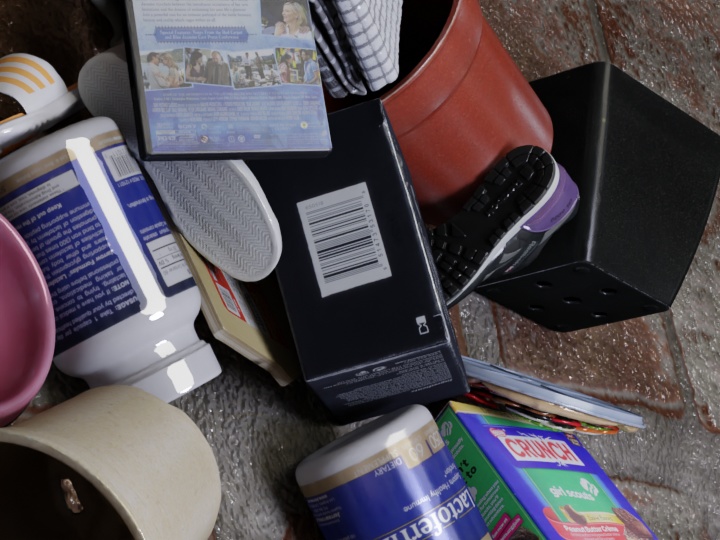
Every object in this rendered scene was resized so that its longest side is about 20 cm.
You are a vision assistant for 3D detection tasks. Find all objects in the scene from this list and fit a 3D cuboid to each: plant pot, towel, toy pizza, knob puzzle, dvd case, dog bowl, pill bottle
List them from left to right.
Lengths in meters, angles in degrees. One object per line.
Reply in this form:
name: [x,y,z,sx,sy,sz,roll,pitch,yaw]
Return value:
dog bowl: [-0.283,0.030,1.400,0.200,0.074,0.201,30,47,-38]
plant pot: [-0.182,0.163,1.366,0.201,0.200,0.183,59,24,-6]
pill bottle: [-0.182,0.004,1.508,0.116,0.115,0.201,-26,90,-55]
dvd case: [-0.102,-0.175,1.543,0.142,0.018,0.201,-3,73,-22]
knob puzzle: [-0.102,0.011,1.647,0.220,0.030,0.220,53,12,-16]
towel: [-0.027,-0.255,1.727,0.166,0.085,0.201,61,23,-43]
pill bottle: [0.042,0.215,1.647,0.116,0.115,0.201,-28,92,-55]
plant pot: [0.056,-0.148,1.857,0.195,0.200,0.202,45,39,-38]
toy pizza: [0.143,0.109,1.820,0.200,0.200,0.032,17,91,-46]
plant pot: [0.202,-0.054,1.978,0.199,0.199,0.178,26,60,-41]

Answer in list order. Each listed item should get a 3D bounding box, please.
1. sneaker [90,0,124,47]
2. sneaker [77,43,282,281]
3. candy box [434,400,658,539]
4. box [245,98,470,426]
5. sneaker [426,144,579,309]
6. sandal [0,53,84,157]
sneaker: [-0.182,-0.257,1.709,0.099,0.078,0.201,0,67,-47]
sneaker: [-0.113,-0.092,1.586,0.200,0.074,0.116,53,25,-6]
candy box: [0.156,0.209,1.777,0.169,0.077,0.200,13,30,-47]
box: [0.000,0.000,1.670,0.200,0.117,0.198,60,14,-74]
sneaker: [0.107,-0.010,1.831,0.088,0.200,0.076,39,13,-51]
sandal: [-0.245,-0.126,1.550,0.059,0.079,0.207,58,27,-6]
